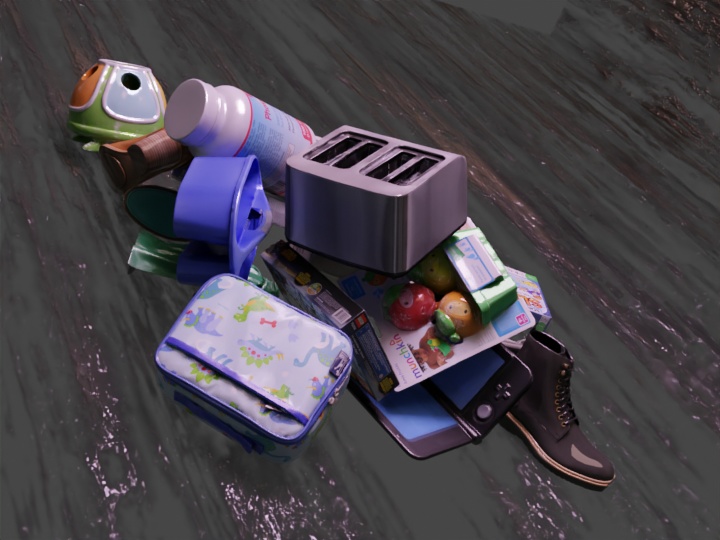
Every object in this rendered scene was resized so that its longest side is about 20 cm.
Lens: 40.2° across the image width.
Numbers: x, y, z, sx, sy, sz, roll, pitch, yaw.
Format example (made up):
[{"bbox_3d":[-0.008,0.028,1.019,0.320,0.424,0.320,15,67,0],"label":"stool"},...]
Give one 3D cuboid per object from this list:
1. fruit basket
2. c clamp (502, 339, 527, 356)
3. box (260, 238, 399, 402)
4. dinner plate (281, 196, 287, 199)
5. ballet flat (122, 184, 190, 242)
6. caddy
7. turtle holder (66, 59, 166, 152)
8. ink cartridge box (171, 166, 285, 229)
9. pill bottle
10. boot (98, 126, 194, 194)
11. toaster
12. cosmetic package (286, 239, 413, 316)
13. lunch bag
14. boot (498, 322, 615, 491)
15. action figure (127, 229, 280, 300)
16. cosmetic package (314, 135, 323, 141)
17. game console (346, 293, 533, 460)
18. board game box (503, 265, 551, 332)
[{"bbox_3d":[0.093,0.035,1.256,0.199,0.094,0.186,-22,58,-11],"label":"fruit basket"},{"bbox_3d":[0.195,0.100,1.407,0.170,0.027,0.200,14,0,0],"label":"c clamp"},{"bbox_3d":[-0.039,0.059,1.215,0.040,0.137,0.200,-36,42,-14],"label":"box"},{"bbox_3d":[-0.076,-0.114,1.517,0.199,0.024,0.200,19,8,-3],"label":"dinner plate"},{"bbox_3d":[-0.241,-0.071,1.402,0.199,0.071,0.065,20,1,-17],"label":"ballet flat"},{"bbox_3d":[-0.161,-0.059,1.211,0.104,0.142,0.200,3,32,3],"label":"caddy"},{"bbox_3d":[-0.346,-0.243,1.492,0.184,0.133,0.141,9,11,-7],"label":"turtle holder"},{"bbox_3d":[-0.150,-0.100,1.457,0.199,0.041,0.199,20,4,-43],"label":"ink cartridge box"},{"bbox_3d":[-0.159,-0.179,1.312,0.199,0.109,0.109,21,21,-48],"label":"pill bottle"},{"bbox_3d":[-0.278,-0.175,1.406,0.155,0.200,0.077,-27,96,-34],"label":"boot"},{"bbox_3d":[0.012,-0.085,1.206,0.180,0.119,0.200,18,35,29],"label":"toaster"},{"bbox_3d":[0.000,0.000,1.372,0.199,0.074,0.103,21,-16,-27],"label":"cosmetic package"},{"bbox_3d":[-0.118,0.108,1.092,0.199,0.083,0.161,30,57,11],"label":"lunch bag"},{"bbox_3d":[0.265,0.177,1.278,0.199,0.139,0.077,36,28,19],"label":"boot"},{"bbox_3d":[-0.201,0.005,1.289,0.199,0.055,0.118,16,26,-9],"label":"action figure"},{"bbox_3d":[-0.056,-0.154,1.462,0.112,0.082,0.200,16,8,-29],"label":"cosmetic package"},{"bbox_3d":[0.087,0.124,1.257,0.200,0.176,0.116,44,3,33],"label":"game console"},{"bbox_3d":[0.208,0.026,1.623,0.199,0.035,0.136,19,27,-13],"label":"board game box"}]
